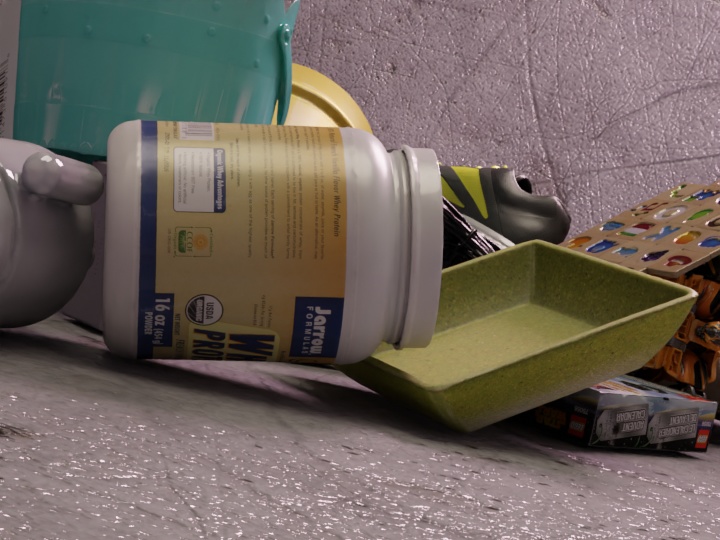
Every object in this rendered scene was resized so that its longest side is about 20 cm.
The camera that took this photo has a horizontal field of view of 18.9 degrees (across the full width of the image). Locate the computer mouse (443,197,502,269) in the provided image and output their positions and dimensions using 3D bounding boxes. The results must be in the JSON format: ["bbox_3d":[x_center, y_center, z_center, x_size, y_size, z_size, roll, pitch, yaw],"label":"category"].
[{"bbox_3d":[0.069,0.005,1.652,0.139,0.053,0.200,46,-25,6],"label":"computer mouse"}]

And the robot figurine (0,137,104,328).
[{"bbox_3d":[-0.231,-0.023,1.256,0.169,0.114,0.200,-29,-10,17],"label":"robot figurine"}]

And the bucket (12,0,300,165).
[{"bbox_3d":[-0.147,-0.136,1.510,0.205,0.136,0.207,9,-2,0],"label":"bucket"}]

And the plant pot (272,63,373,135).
[{"bbox_3d":[-0.089,-0.063,1.864,0.199,0.202,0.189,13,20,0],"label":"plant pot"}]

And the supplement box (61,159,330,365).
[{"bbox_3d":[-0.094,-0.004,1.467,0.199,0.110,0.061,11,3,-35],"label":"supplement box"}]

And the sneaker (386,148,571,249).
[{"bbox_3d":[0.090,-0.050,1.711,0.200,0.085,0.075,37,-16,40],"label":"sneaker"}]

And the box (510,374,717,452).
[{"bbox_3d":[0.127,0.081,1.495,0.136,0.040,0.199,7,7,-46],"label":"box"}]

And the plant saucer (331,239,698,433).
[{"bbox_3d":[0.086,0.046,1.388,0.198,0.048,0.200,-18,18,-24],"label":"plant saucer"}]

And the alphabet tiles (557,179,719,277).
[{"bbox_3d":[0.234,-0.031,1.584,0.199,0.006,0.166,-26,17,-22],"label":"alphabet tiles"}]

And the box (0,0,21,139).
[{"bbox_3d":[-0.228,-0.131,1.794,0.130,0.201,0.200,9,-16,-29],"label":"box"}]

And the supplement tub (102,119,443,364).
[{"bbox_3d":[-0.055,-0.016,1.308,0.198,0.146,0.144,2,5,-6],"label":"supplement tub"}]

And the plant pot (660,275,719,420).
[{"bbox_3d":[0.280,0.039,1.691,0.199,0.202,0.183,10,-7,-37],"label":"plant pot"}]

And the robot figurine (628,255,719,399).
[{"bbox_3d":[0.198,0.043,1.588,0.058,0.146,0.200,20,-10,-27],"label":"robot figurine"}]
